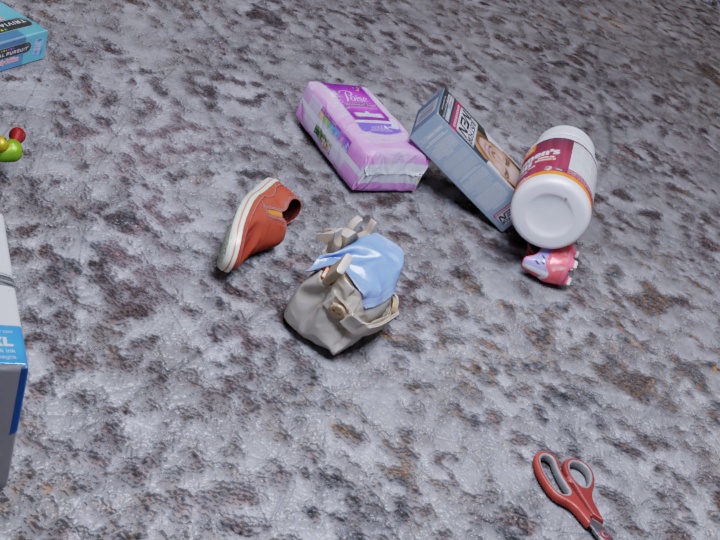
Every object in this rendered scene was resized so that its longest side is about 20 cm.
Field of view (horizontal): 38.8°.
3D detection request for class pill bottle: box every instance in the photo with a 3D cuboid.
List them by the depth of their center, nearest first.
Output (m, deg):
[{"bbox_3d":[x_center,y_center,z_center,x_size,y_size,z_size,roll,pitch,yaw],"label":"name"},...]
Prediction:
[{"bbox_3d":[0.277,-0.124,1.438,0.109,0.110,0.200,24,35,2],"label":"pill bottle"}]

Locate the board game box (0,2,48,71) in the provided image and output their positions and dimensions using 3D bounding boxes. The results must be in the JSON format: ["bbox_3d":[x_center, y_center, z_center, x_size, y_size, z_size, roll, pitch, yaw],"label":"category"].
[{"bbox_3d":[-0.556,-0.340,1.395,0.199,0.047,0.151,31,34,13],"label":"board game box"}]

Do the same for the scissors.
[{"bbox_3d":[0.238,0.265,1.052,0.073,0.014,0.201,9,37,-24],"label":"scissors"}]

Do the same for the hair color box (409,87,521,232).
[{"bbox_3d":[0.165,-0.162,1.494,0.200,0.061,0.099,44,30,-16],"label":"hair color box"}]

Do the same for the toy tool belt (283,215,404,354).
[{"bbox_3d":[0.000,0.000,1.179,0.124,0.124,0.200,29,33,10],"label":"toy tool belt"}]

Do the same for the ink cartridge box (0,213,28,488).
[{"bbox_3d":[-0.341,0.063,0.865,0.084,0.147,0.201,2,39,-27],"label":"ink cartridge box"}]

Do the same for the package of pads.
[{"bbox_3d":[0.002,-0.196,1.501,0.120,0.076,0.200,0,40,-37],"label":"package of pads"}]

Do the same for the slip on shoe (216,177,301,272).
[{"bbox_3d":[-0.120,-0.054,1.236,0.061,0.074,0.200,27,28,2],"label":"slip on shoe"}]

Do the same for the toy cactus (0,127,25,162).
[{"bbox_3d":[-0.470,-0.128,1.122,0.199,0.102,0.166,13,43,-30],"label":"toy cactus"}]

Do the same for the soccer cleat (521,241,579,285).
[{"bbox_3d":[0.276,-0.050,1.473,0.076,0.067,0.201,18,36,1],"label":"soccer cleat"}]
